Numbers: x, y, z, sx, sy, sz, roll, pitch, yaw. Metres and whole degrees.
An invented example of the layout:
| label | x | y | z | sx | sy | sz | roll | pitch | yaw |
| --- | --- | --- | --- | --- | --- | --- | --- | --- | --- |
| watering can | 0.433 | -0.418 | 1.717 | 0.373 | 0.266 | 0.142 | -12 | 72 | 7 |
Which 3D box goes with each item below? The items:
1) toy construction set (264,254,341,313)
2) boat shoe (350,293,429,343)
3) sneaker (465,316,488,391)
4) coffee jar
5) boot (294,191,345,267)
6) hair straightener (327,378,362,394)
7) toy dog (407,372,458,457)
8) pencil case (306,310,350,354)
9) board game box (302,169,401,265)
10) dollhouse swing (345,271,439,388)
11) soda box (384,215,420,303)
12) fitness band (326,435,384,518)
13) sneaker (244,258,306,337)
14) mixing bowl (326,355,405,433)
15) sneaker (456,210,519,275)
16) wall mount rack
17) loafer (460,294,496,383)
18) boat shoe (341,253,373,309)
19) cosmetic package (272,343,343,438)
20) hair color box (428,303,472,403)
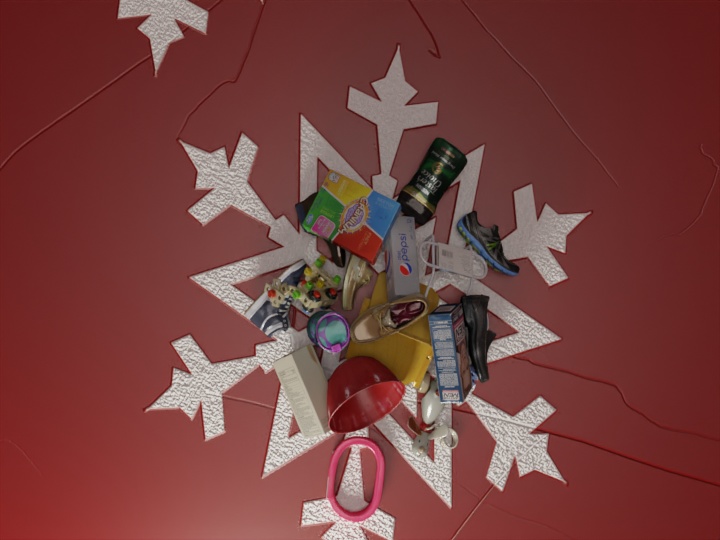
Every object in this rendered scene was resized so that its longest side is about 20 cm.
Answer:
| label | x | y | z | sx | sy | sz | roll | pitch | yaw |
| --- | --- | --- | --- | --- | --- | --- | --- | --- | --- |
| toy construction set | -0.124 | 0.037 | 1.366 | 0.132 | 0.197 | 0.093 | 48 | 133 | 21 |
| boat shoe | 0.064 | 0.106 | 1.314 | 0.195 | 0.066 | 0.076 | -28 | 89 | 1 |
| sneaker | 0.244 | 0.185 | 1.436 | 0.111 | 0.081 | 0.207 | 12 | 89 | -2 |
| coffee jar | 0.174 | -0.218 | 1.452 | 0.103 | 0.085 | 0.203 | 33 | 88 | 1 |
| boot | -0.099 | -0.095 | 1.458 | 0.094 | 0.075 | 0.207 | -16 | 78 | 9 |
| hair straightener | -0.006 | 0.267 | 1.453 | 0.197 | 0.041 | 0.078 | -33 | 79 | -7 |
| toy dog | 0.175 | 0.352 | 1.419 | 0.127 | 0.096 | 0.208 | -5 | 87 | 0 |
| pencil case | -0.080 | 0.143 | 1.376 | 0.082 | 0.200 | 0.096 | -3 | 88 | -11 |
| board game box | -0.020 | -0.128 | 1.393 | 0.195 | 0.040 | 0.157 | 26 | 83 | 13 |
| dollhouse swing | 0.087 | 0.141 | 1.446 | 0.194 | 0.177 | 0.186 | 19 | 121 | 1 |
| soda box | 0.097 | -0.026 | 1.407 | 0.066 | 0.064 | 0.207 | 3 | 68 | -15 |
| fitness band | -0.012 | 0.514 | 1.444 | 0.138 | 0.037 | 0.208 | 9 | 88 | -3 |
| sneaker | -0.183 | 0.074 | 1.444 | 0.200 | 0.070 | 0.109 | -44 | 89 | 0 |
| mixing bowl | -0.003 | 0.271 | 1.349 | 0.196 | 0.202 | 0.110 | -28 | 57 | -2 |
| sneaker | 0.327 | -0.066 | 1.453 | 0.083 | 0.071 | 0.200 | -43 | 86 | 2 |
| wall mount rack | 0.211 | 0.013 | 1.414 | 0.194 | 0.074 | 0.180 | 13 | 65 | -21 |
| loafer | 0.285 | 0.156 | 1.366 | 0.069 | 0.073 | 0.208 | -9 | 83 | 3 |
| boat shoe | 0.000 | 0.000 | 1.439 | 0.064 | 0.074 | 0.208 | 13 | 87 | 4 |
| cosmetic package | -0.127 | 0.291 | 1.410 | 0.070 | 0.104 | 0.206 | -21 | 88 | -41 |
| hair color box | 0.209 | 0.189 | 1.347 | 0.059 | 0.099 | 0.208 | -5 | 99 | 26 |
